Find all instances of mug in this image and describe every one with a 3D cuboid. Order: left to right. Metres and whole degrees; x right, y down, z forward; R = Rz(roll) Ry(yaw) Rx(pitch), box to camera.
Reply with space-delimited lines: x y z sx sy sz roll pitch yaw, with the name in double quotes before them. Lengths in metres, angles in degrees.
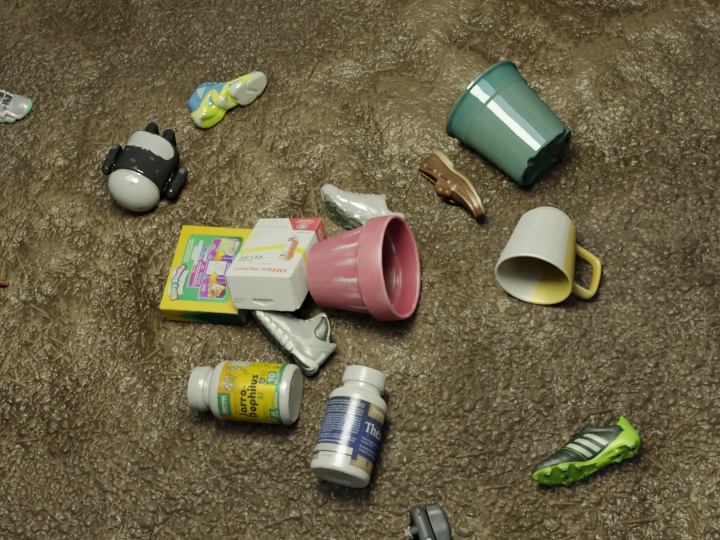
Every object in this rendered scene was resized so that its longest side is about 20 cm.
"mug" 0.360 -0.028 1.730 0.149 0.187 0.154 -13 43 41

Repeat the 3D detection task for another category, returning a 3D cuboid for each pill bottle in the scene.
"pill bottle" -0.218 0.228 1.685 0.199 0.113 0.113 3 61 11
"pill bottle" -0.013 0.280 1.618 0.110 0.111 0.201 9 63 15

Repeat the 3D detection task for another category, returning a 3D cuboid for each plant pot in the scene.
"plant pot" 0.000 0.000 1.739 0.178 0.200 0.201 -5 59 25
"plant pot" 0.315 -0.293 1.844 0.200 0.200 0.196 -39 69 -12

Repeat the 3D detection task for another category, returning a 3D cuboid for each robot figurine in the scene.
"robot figurine" -0.477 -0.226 1.983 0.150 0.125 0.201 0 58 37

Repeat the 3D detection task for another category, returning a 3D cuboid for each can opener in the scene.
"can opener" 0.125 0.490 1.503 0.078 0.063 0.201 -15 59 1

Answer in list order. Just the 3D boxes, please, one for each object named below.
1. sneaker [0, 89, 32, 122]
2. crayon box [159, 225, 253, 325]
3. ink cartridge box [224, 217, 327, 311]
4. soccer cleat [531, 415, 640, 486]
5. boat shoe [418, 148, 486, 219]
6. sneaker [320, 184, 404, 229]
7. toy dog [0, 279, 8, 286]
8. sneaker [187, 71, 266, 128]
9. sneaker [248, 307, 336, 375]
"sneaker" -0.909 -0.427 2.161 0.199 0.140 0.078 1 61 11
"crayon box" -0.306 0.008 1.856 0.171 0.058 0.201 3 61 13
"ink cartridge box" -0.163 -0.016 1.778 0.144 0.084 0.200 1 37 19
"soccer cleat" 0.387 0.316 1.560 0.199 0.068 0.081 -19 42 -2
"boat shoe" 0.191 -0.170 1.862 0.067 0.072 0.200 -33 54 -3
"sneaker" 0.007 -0.129 1.875 0.200 0.078 0.099 35 65 16
"toy dog" -0.825 0.057 1.905 0.096 0.132 0.201 31 70 -17
"sneaker" -0.321 -0.422 2.090 0.199 0.076 0.105 -34 60 -8
"sneaker" -0.125 0.106 1.767 0.115 0.075 0.200 -40 72 -18
